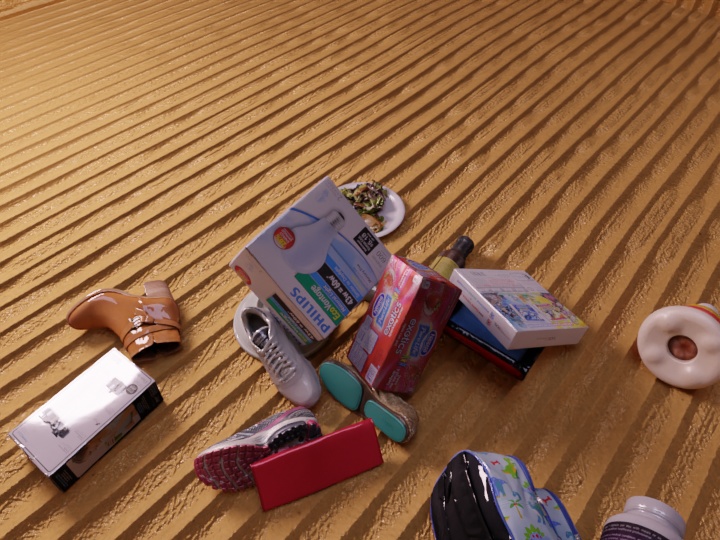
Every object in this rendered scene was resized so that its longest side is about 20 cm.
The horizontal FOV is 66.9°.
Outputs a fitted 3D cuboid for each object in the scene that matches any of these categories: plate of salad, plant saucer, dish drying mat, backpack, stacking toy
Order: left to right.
[{"bbox_3d":[-0.146,0.081,1.039,0.196,0.051,0.203,0,47,0],"label":"plant saucer"},{"bbox_3d":[-0.064,0.294,0.832,0.197,0.078,0.018,-17,9,-15],"label":"dish drying mat"},{"bbox_3d":[0.005,-0.149,1.257,0.196,0.049,0.202,0,47,0],"label":"plate of salad"},{"bbox_3d":[0.181,0.348,0.705,0.144,0.185,0.202,9,38,-24],"label":"backpack"},{"bbox_3d":[0.603,0.111,0.986,0.145,0.148,0.198,36,36,29],"label":"stacking toy"}]

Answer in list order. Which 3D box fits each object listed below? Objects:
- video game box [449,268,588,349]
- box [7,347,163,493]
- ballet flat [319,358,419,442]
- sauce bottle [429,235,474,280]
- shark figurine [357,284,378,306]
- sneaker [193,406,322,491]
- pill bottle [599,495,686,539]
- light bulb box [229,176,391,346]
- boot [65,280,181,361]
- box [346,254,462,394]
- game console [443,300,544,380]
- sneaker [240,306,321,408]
[{"bbox_3d":[0.285,0.065,0.995,0.197,0.047,0.182,2,31,-33],"label":"video game box"},{"bbox_3d":[-0.439,0.236,0.884,0.115,0.061,0.200,27,52,23],"label":"box"},{"bbox_3d":[0.017,0.212,0.918,0.199,0.071,0.065,36,30,26],"label":"ballet flat"},{"bbox_3d":[0.173,0.002,1.104,0.064,0.065,0.200,26,53,23],"label":"sauce bottle"},{"bbox_3d":[-0.020,-0.009,1.089,0.127,0.217,0.090,-31,6,-1],"label":"shark figurine"},{"bbox_3d":[-0.158,0.275,0.847,0.196,0.082,0.075,-15,21,-15],"label":"sneaker"},{"bbox_3d":[0.354,0.399,0.697,0.111,0.114,0.200,25,52,22],"label":"pill bottle"},{"bbox_3d":[-0.082,-0.013,0.942,0.199,0.124,0.200,49,63,-8],"label":"light bulb box"},{"bbox_3d":[-0.433,0.109,1.006,0.197,0.077,0.156,-13,51,-22],"label":"boot"},{"bbox_3d":[0.069,0.090,0.908,0.094,0.203,0.100,16,14,-35],"label":"box"},{"bbox_3d":[0.231,0.093,0.983,0.198,0.172,0.120,30,85,26],"label":"game console"},{"bbox_3d":[-0.141,0.148,0.926,0.076,0.081,0.201,-39,70,-4],"label":"sneaker"}]
